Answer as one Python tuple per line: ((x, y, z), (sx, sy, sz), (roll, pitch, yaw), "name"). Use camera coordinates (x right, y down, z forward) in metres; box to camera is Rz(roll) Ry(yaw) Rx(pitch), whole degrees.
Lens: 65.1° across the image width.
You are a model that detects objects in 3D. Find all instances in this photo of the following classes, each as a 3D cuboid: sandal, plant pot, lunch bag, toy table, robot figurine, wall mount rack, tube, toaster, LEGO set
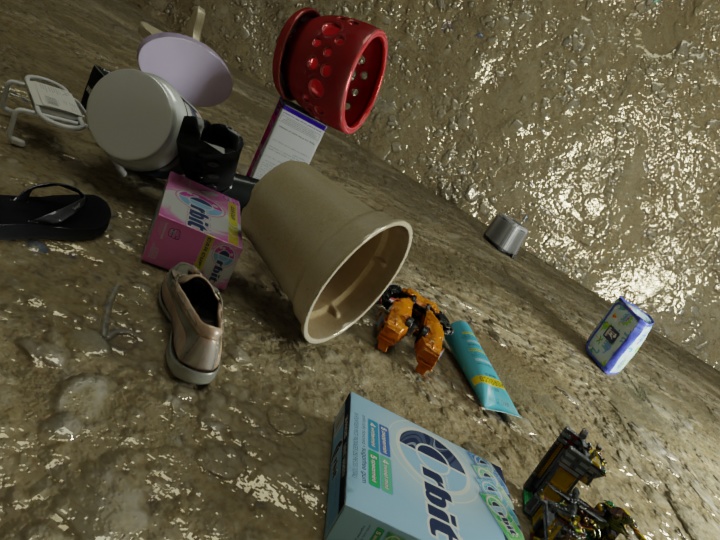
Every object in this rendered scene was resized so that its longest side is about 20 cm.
((-0.357, -0.069, 0.638), (0.075, 0.044, 0.200), (34, 17, 10), "sandal")
((-0.060, -0.040, 0.764), (0.183, 0.203, 0.199), (42, 20, 21), "plant pot")
((0.707, 0.181, 1.536), (0.126, 0.173, 0.200), (32, 19, 9), "lunch bag")
((-0.362, -0.434, 1.155), (0.198, 0.183, 0.119), (30, 26, -48), "toy table")
((0.085, 0.088, 0.928), (0.143, 0.059, 0.200), (31, 18, 1), "robot figurine")
((-0.450, -0.223, 0.870), (0.171, 0.076, 0.200), (10, 27, -43), "wall mount rack")
((0.194, 0.165, 0.936), (0.075, 0.051, 0.202), (14, 28, -23), "tube")
((0.621, -0.153, 2.394), (0.111, 0.131, 0.201), (19, 20, -29), "toaster")
((-0.063, -0.398, 1.113), (0.179, 0.205, 0.200), (25, 15, 15), "plant pot")
((0.262, 0.268, 0.623), (0.152, 0.118, 0.199), (35, 18, 15), "LEGO set")

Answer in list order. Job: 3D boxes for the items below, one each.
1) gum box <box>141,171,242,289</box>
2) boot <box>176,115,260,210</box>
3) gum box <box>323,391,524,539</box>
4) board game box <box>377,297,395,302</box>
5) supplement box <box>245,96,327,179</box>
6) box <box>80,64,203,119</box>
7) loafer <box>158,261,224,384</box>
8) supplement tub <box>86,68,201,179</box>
((-0.232, -0.064, 0.795), (0.111, 0.067, 0.201), (22, 19, -23), "gum box")
((-0.200, -0.159, 0.883), (0.160, 0.200, 0.068), (0, 69, -16), "boot")
((0.064, 0.221, 0.545), (0.196, 0.045, 0.171), (28, 17, -9), "gum box")
((0.000, 0.000, 1.096), (0.101, 0.020, 0.200), (16, 23, -45), "board game box")
((-0.161, -0.240, 1.179), (0.101, 0.204, 0.102), (21, 18, -21), "supplement box")
((-0.416, -0.299, 1.103), (0.197, 0.088, 0.163), (10, 26, -50), "box")
((-0.175, 0.038, 0.613), (0.070, 0.064, 0.201), (19, 21, -29), "loafer")
((-0.327, -0.223, 0.882), (0.138, 0.143, 0.200), (28, 2, -4), "supplement tub")
